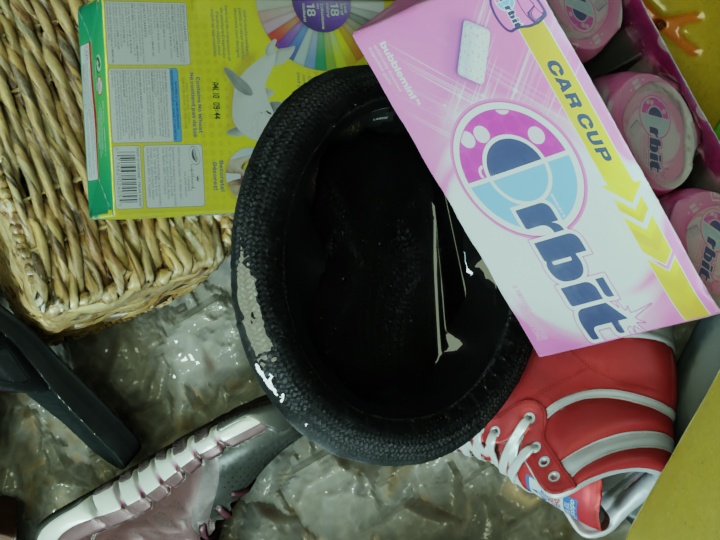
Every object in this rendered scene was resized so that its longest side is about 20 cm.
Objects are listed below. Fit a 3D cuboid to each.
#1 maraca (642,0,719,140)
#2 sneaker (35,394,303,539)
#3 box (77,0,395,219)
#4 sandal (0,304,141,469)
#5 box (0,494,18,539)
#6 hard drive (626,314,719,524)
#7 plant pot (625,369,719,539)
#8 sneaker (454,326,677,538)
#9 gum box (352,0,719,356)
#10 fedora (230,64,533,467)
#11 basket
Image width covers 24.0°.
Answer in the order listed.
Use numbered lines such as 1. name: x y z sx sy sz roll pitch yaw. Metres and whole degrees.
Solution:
1. maraca: 0.133 -0.093 0.873 0.137 0.107 0.200 25 109 36
2. sneaker: -0.085 0.152 0.974 0.200 0.076 0.116 -31 87 27
3. box: -0.049 -0.089 0.916 0.200 0.048 0.117 -3 90 -25
4. sandal: -0.210 0.051 0.968 0.200 0.075 0.048 45 72 -13
5. box: -0.285 0.221 1.016 0.100 0.075 0.200 21 97 -14
6. hard drive: 0.234 0.070 0.883 0.140 0.033 0.200 28 100 15
7. plant pot: 0.273 0.115 0.748 0.194 0.200 0.196 23 100 -19
8. sneaker: 0.071 0.089 0.894 0.200 0.071 0.113 -13 60 21
9. gum box: 0.099 -0.057 0.805 0.113 0.066 0.200 -17 109 47
10. fedora: 0.000 0.000 0.863 0.092 0.201 0.201 -13 87 59
11. basket: -0.157 -0.072 0.989 0.143 0.149 0.200 -19 85 -17
